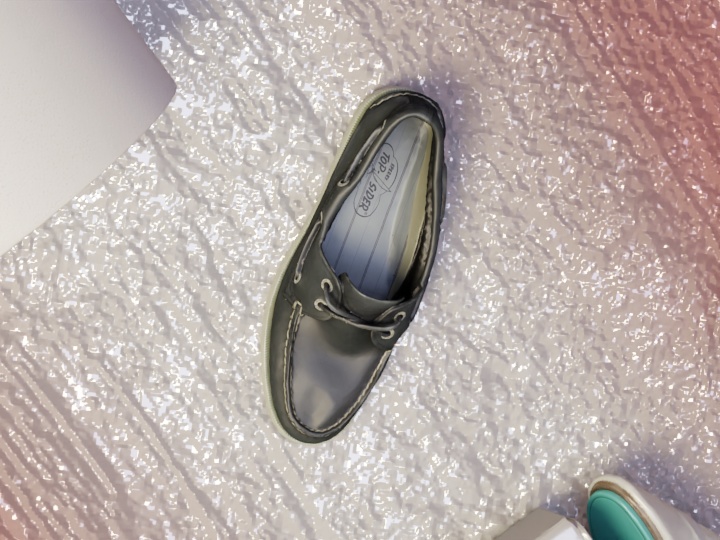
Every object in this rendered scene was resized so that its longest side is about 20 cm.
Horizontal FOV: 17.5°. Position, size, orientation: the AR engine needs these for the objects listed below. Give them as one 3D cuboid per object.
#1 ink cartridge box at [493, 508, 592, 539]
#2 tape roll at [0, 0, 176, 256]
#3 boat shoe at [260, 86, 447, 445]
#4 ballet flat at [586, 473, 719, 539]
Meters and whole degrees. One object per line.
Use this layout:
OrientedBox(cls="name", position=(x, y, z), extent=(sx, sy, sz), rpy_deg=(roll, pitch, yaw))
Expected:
OrientedBox(cls="ink cartridge box", position=(0.068, 0.246, 1.271), extent=(0.199, 0.083, 0.147), rpy_deg=(-35, 94, -8))
OrientedBox(cls="tape roll", position=(-0.206, -0.083, 1.116), extent=(0.202, 0.203, 0.140), rpy_deg=(-38, 104, -7))
OrientedBox(cls="boat shoe", position=(0.002, 0.001, 1.245), extent=(0.074, 0.066, 0.201), rpy_deg=(23, 90, -15))
OrientedBox(cls="ballet flat", position=(0.187, 0.188, 1.319), extent=(0.069, 0.069, 0.201), rpy_deg=(-28, 106, -9))
